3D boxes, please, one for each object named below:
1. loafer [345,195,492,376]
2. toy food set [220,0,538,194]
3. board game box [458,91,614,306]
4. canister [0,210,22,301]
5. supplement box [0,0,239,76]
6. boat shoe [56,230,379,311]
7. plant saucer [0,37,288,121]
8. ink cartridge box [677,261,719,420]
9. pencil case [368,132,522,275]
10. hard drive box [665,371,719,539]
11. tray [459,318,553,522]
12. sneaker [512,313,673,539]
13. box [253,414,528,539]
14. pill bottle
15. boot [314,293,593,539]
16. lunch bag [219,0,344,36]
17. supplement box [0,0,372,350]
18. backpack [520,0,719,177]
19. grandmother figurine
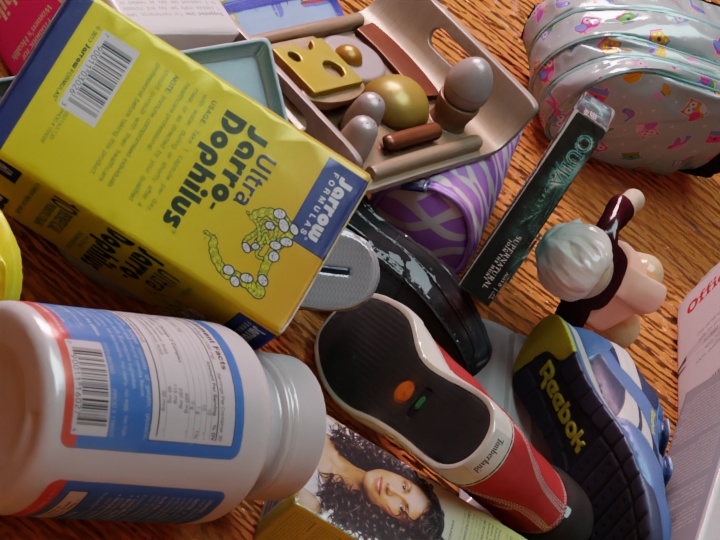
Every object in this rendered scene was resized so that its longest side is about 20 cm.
[{"bbox_3d":[0.000,0.000,1.705,0.201,0.068,0.070,46,53,-1],"label":"loafer"},{"bbox_3d":[0.011,-0.130,1.738,0.144,0.061,0.200,47,35,19],"label":"toy food set"},{"bbox_3d":[0.119,-0.050,1.755,0.028,0.136,0.200,34,10,2],"label":"board game box"},{"bbox_3d":[-0.294,-0.022,1.392,0.199,0.087,0.149,-1,51,-46],"label":"canister"},{"bbox_3d":[-0.182,-0.191,1.696,0.103,0.101,0.200,-7,56,-50],"label":"supplement box"},{"bbox_3d":[-0.090,-0.004,1.604,0.199,0.071,0.073,14,78,-9],"label":"boat shoe"},{"bbox_3d":[-0.142,-0.088,1.576,0.199,0.019,0.070,-10,80,-19],"label":"plant saucer"},{"bbox_3d":[0.294,0.060,1.862,0.084,0.146,0.201,31,34,-15],"label":"ink cartridge box"},{"bbox_3d":[0.056,-0.067,1.828,0.085,0.084,0.200,2,28,15],"label":"pencil case"},{"bbox_3d":[0.262,0.180,1.696,0.155,0.077,0.201,35,51,-15],"label":"hard drive box"},{"bbox_3d":[0.118,0.111,1.732,0.107,0.022,0.200,33,33,-16],"label":"tray"},{"bbox_3d":[0.164,0.114,1.689,0.082,0.074,0.201,19,39,-35],"label":"sneaker"},{"bbox_3d":[0.039,0.167,1.544,0.199,0.050,0.076,32,44,-16],"label":"box"},{"bbox_3d":[-0.118,0.079,1.433,0.199,0.112,0.113,9,44,-42],"label":"pill bottle"},{"bbox_3d":[0.059,0.100,1.633,0.144,0.072,0.200,43,0,-40],"label":"boot"},{"bbox_3d":[-0.080,-0.156,1.799,0.150,0.094,0.201,-21,79,-55],"label":"lunch bag"},{"bbox_3d":[-0.113,-0.052,1.509,0.199,0.109,0.110,32,73,-7],"label":"supplement box"},{"bbox_3d":[0.222,-0.151,2.037,0.199,0.167,0.127,15,45,-26],"label":"backpack"},{"bbox_3d":[0.161,0.002,1.783,0.060,0.122,0.200,15,-1,17],"label":"grandmother figurine"}]
